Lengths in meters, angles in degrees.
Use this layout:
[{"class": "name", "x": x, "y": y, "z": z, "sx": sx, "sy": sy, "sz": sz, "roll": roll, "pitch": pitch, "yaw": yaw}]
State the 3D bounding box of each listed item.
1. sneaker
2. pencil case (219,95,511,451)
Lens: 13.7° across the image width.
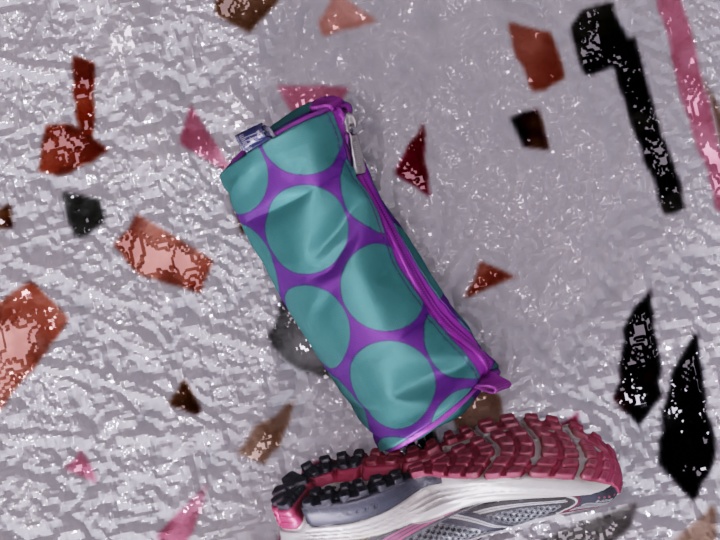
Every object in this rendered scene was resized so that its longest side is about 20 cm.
[{"class": "sneaker", "x": 0.053, "y": 0.135, "z": 1.712, "sx": 0.200, "sy": 0.081, "sz": 0.075, "roll": -11, "pitch": 112, "yaw": 11}, {"class": "pencil case", "x": 0.000, "y": 0.000, "z": 1.702, "sx": 0.092, "sy": 0.085, "sz": 0.200, "roll": -31, "pitch": 89, "yaw": 32}]
